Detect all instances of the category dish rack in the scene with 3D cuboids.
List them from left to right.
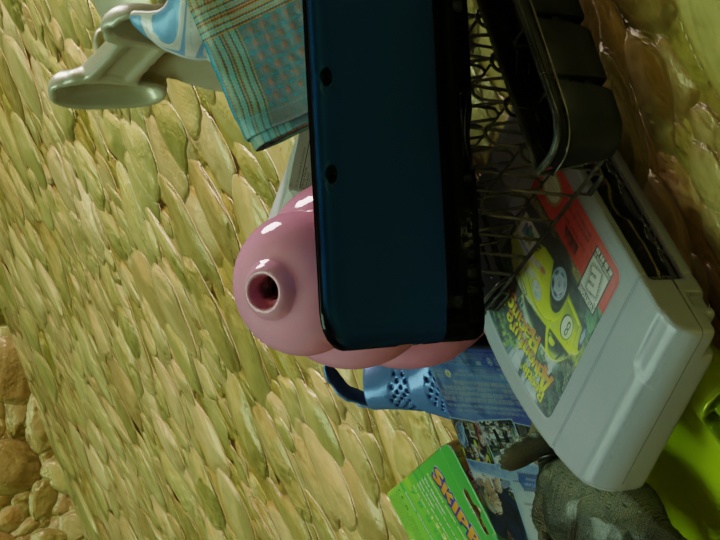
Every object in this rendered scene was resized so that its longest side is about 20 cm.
[{"bbox_3d":[0.061,-0.073,1.383,0.200,0.054,0.154,-55,43,49],"label":"dish rack"}]

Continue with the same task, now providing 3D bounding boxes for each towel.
[{"bbox_3d":[-0.040,-0.187,1.552,0.201,0.146,0.022,66,-163,2],"label":"towel"}]

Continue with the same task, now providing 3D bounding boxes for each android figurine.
[{"bbox_3d":[0.170,0.088,1.422,0.200,0.041,0.182,54,161,32],"label":"android figurine"}]

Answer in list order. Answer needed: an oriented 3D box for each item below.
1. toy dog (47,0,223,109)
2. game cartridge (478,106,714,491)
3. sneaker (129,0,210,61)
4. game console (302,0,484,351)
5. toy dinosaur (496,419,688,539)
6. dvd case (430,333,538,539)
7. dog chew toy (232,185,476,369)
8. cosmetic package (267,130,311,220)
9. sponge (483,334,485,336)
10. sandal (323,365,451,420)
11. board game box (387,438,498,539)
[{"bbox_3d":[-0.122,-0.223,1.745,0.140,0.193,0.201,132,133,-63],"label":"toy dog"},{"bbox_3d":[0.110,0.009,1.386,0.200,0.041,0.134,-116,33,-40],"label":"game cartridge"},{"bbox_3d":[-0.085,-0.226,1.606,0.072,0.072,0.201,-89,17,-83],"label":"sneaker"},{"bbox_3d":[-0.007,-0.062,1.333,0.171,0.118,0.201,-4,88,64],"label":"game console"},{"bbox_3d":[0.129,0.136,1.413,0.200,0.077,0.103,43,160,57],"label":"toy dinosaur"},{"bbox_3d":[0.114,0.130,1.578,0.142,0.018,0.201,0,115,58],"label":"dvd case"},{"bbox_3d":[0.000,0.000,1.508,0.124,0.200,0.125,5,99,32],"label":"dog chew toy"},{"bbox_3d":[-0.018,-0.030,1.771,0.200,0.082,0.051,114,170,-70],"label":"cosmetic package"},{"bbox_3d":[0.116,0.111,1.608,0.111,0.030,0.201,16,129,54],"label":"sponge"},{"bbox_3d":[0.039,0.070,1.741,0.200,0.087,0.080,24,134,65],"label":"sandal"},{"bbox_3d":[0.066,0.170,1.790,0.096,0.030,0.200,62,167,8],"label":"board game box"}]
